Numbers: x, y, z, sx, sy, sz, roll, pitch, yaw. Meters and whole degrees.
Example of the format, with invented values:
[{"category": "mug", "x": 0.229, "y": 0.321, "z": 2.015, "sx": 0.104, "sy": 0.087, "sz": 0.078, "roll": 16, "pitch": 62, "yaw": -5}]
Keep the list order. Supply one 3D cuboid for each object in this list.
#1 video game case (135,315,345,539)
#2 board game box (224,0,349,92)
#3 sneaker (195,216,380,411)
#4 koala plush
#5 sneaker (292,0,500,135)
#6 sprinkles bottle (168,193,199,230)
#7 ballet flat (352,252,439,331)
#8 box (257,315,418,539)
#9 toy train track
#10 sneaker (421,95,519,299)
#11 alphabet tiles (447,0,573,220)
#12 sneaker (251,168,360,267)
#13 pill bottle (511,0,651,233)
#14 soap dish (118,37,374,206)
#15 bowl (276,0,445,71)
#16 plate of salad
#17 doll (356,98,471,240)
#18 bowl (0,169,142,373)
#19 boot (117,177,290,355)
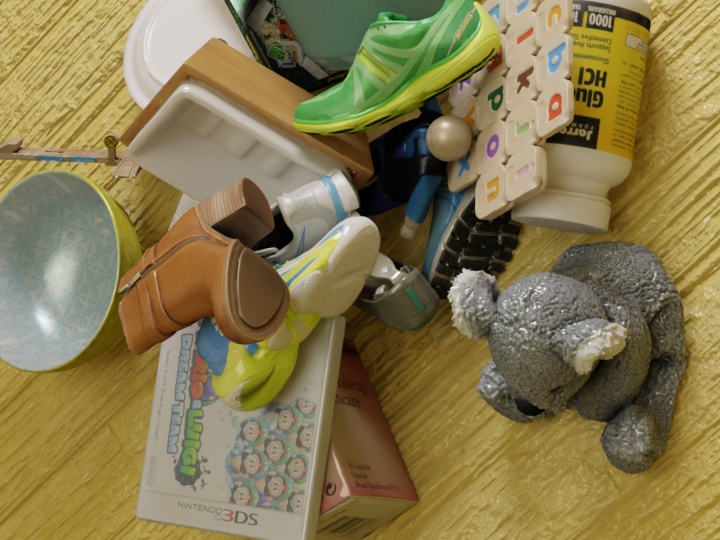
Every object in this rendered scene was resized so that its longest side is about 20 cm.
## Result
[{"category": "video game case", "x": -0.107, "y": 0.131, "z": 1.657, "sx": 0.180, "sy": 0.024, "sz": 0.202, "roll": 4, "pitch": 83, "yaw": 30}, {"category": "board game box", "x": -0.073, "y": -0.260, "z": 1.819, "sx": 0.104, "sy": 0.024, "sz": 0.201, "roll": -23, "pitch": 66, "yaw": -10}, {"category": "sneaker", "x": -0.074, "y": 0.017, "z": 1.607, "sx": 0.200, "sy": 0.076, "sz": 0.105, "roll": -51, "pitch": 56, "yaw": 4}, {"category": "koala plush", "x": 0.166, "y": 0.053, "z": 1.546, "sx": 0.176, "sy": 0.199, "sz": 0.185, "roll": 22, "pitch": 94, "yaw": 33}, {"category": "sneaker", "x": 0.026, "y": -0.178, "z": 1.628, "sx": 0.199, "sy": 0.074, "sz": 0.084, "roll": -27, "pitch": 85, "yaw": 19}, {"category": "sprinkles bottle", "x": -0.149, "y": -0.050, "z": 1.838, "sx": 0.068, "sy": 0.068, "sz": 0.202, "roll": 27, "pitch": 97, "yaw": 32}, {"category": "ballet flat", "x": 0.000, "y": 0.000, "z": 1.705, "sx": 0.067, "sy": 0.064, "sz": 0.199, "roll": -44, "pitch": 33, "yaw": -16}, {"category": "box", "x": -0.051, "y": 0.143, "z": 1.712, "sx": 0.108, "sy": 0.128, "sz": 0.201, "roll": -32, "pitch": 67, "yaw": 22}, {"category": "toy train track", "x": -0.264, "y": -0.125, "z": 1.873, "sx": 0.198, "sy": 0.115, "sz": 0.033, "roll": 2, "pitch": 110, "yaw": 7}, {"category": "sneaker", "x": 0.098, "y": -0.071, "z": 1.699, "sx": 0.090, "sy": 0.078, "sz": 0.202, "roll": 22, "pitch": 94, "yaw": 53}, {"category": "alphabet tiles", "x": 0.127, "y": -0.148, "z": 1.590, "sx": 0.195, "sy": 0.014, "sz": 0.202, "roll": -32, "pitch": 51, "yaw": 58}, {"category": "sneaker", "x": -0.075, "y": -0.019, "z": 1.685, "sx": 0.075, "sy": 0.086, "sz": 0.200, "roll": 61, "pitch": 147, "yaw": 23}, {"category": "pill bottle", "x": 0.184, "y": -0.138, "z": 1.617, "sx": 0.112, "sy": 0.112, "sz": 0.202, "roll": 5, "pitch": 85, "yaw": 32}, {"category": "soap dish", "x": -0.102, "y": -0.118, "z": 1.724, "sx": 0.157, "sy": 0.199, "sz": 0.082, "roll": -38, "pitch": 28, "yaw": 52}, {"category": "bowl", "x": 0.014, "y": -0.244, "z": 1.713, "sx": 0.199, "sy": 0.200, "sz": 0.106, "roll": -3, "pitch": 103, "yaw": 31}, {"category": "plate of salad", "x": -0.144, "y": -0.228, "z": 1.870, "sx": 0.198, "sy": 0.048, "sz": 0.202, "roll": -12, "pitch": 57, "yaw": 18}, {"category": "doll", "x": 0.041, "y": -0.093, "z": 1.684, "sx": 0.200, "sy": 0.048, "sz": 0.138, "roll": -25, "pitch": 57, "yaw": 58}, {"category": "bowl", "x": -0.284, "y": 0.007, "z": 1.891, "sx": 0.198, "sy": 0.107, "sz": 0.202, "roll": -6, "pitch": 79, "yaw": 32}, {"category": "boot", "x": -0.138, "y": 0.026, "z": 1.571, "sx": 0.154, "sy": 0.074, "sz": 0.201, "roll": -35, "pitch": 29, "yaw": 20}]
